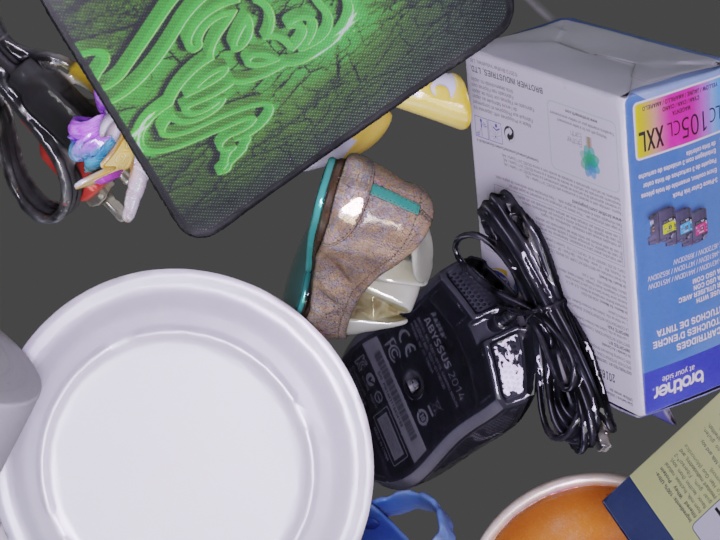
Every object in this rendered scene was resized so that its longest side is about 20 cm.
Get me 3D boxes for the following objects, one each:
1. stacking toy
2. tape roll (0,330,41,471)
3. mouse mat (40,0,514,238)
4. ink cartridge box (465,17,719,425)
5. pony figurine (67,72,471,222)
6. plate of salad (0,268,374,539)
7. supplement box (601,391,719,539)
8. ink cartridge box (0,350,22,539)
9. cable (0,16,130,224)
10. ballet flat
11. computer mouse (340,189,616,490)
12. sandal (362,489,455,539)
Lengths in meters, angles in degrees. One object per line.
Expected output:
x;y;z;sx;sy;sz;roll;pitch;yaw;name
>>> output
0.131;0.209;1.284;0.145;0.200;0.147;0;110;0;stacking toy
-0.272;0.072;1.171;0.202;0.203;0.140;28;99;-10;tape roll
-0.035;-0.128;1.123;0.199;0.008;0.162;-35;118;-8;mouse mat
0.125;-0.015;1.229;0.076;0.136;0.202;-16;113;-29;ink cartridge box
-0.064;-0.130;1.181;0.199;0.166;0.195;-11;81;-23;pony figurine
-0.091;0.098;1.237;0.198;0.048;0.202;1;98;6;plate of salad
0.271;0.123;1.242;0.200;0.135;0.200;-44;144;14;supplement box
-0.201;0.119;1.299;0.116;0.067;0.201;-26;89;8;ink cartridge box
-0.178;-0.105;1.260;0.200;0.050;0.097;47;117;-3;cable
0.000;0.000;1.218;0.067;0.200;0.069;15;74;-3;ballet flat
0.058;0.053;1.265;0.200;0.052;0.139;-34;73;49;computer mouse
-0.029;0.144;1.309;0.198;0.080;0.087;12;134;-19;sandal
